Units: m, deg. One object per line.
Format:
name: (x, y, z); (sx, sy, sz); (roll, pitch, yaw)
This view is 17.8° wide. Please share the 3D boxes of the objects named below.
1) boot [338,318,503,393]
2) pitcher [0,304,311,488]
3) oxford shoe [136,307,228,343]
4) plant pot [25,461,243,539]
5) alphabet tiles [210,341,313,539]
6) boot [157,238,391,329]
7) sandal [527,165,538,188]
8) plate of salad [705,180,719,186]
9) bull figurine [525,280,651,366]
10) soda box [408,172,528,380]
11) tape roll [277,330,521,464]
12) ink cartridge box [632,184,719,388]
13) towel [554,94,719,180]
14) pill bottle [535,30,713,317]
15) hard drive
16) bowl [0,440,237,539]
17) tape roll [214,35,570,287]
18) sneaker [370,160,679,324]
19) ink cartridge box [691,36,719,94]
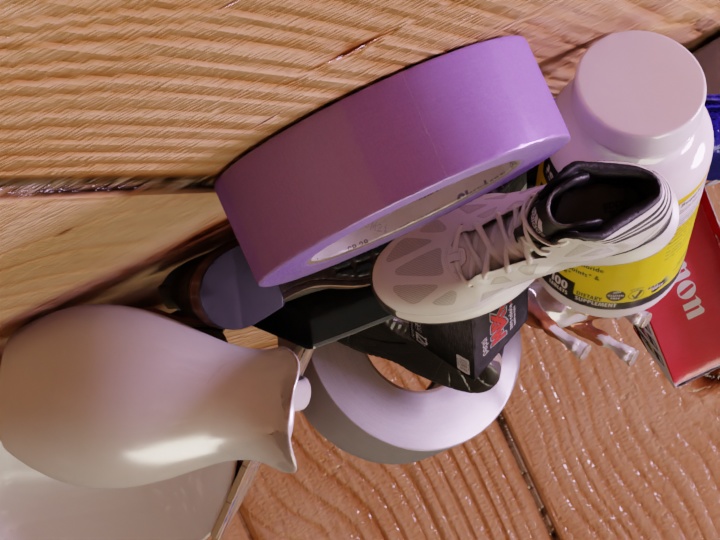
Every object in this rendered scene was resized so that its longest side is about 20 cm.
boot: (0.041, -0.004, 1.860); (0.073, 0.199, 0.151); (118, -4, -55)
pitcher: (-0.134, 0.085, 1.552); (0.198, 0.122, 0.172); (3, -179, 4)
oxford shoe: (-0.164, 0.071, 1.733); (0.070, 0.075, 0.199); (-26, 167, 38)
plant pot: (-0.194, 0.147, 1.875); (0.176, 0.200, 0.200); (-36, 178, -11)
alphabet tiles: (-0.067, 0.113, 1.744); (0.167, 0.007, 0.201); (-60, 175, -66)
boot: (-0.047, -0.015, 1.598); (0.199, 0.075, 0.097); (-20, -170, -29)
sandal: (0.052, -0.056, 1.662); (0.199, 0.045, 0.075); (-20, 171, 21)
plate of salad: (0.369, -0.101, 1.828); (0.199, 0.048, 0.200); (-25, 176, -2)
bull figurine: (0.166, 0.020, 1.831); (0.200, 0.121, 0.066); (0, 120, -62)
soda box: (0.073, -0.011, 1.586); (0.071, 0.063, 0.201); (-47, 156, -22)
tape roll: (0.033, 0.058, 1.919); (0.199, 0.202, 0.066); (-22, 176, -29)
ink cartridge box: (0.250, -0.017, 1.895); (0.083, 0.201, 0.176); (-25, -158, 0)
towel: (0.208, -0.098, 1.684); (0.198, 0.050, 0.148); (0, 174, -11)
pill bottle: (0.174, -0.065, 1.531); (0.112, 0.113, 0.201); (-24, 151, -16)
hard drive: (0.000, 0.000, 1.722); (0.199, 0.033, 0.139); (-20, -155, -34)
bowl: (-0.196, 0.136, 1.692); (0.198, 0.075, 0.201); (-6, 146, -16)
tape roll: (0.018, -0.061, 1.317); (0.199, 0.066, 0.200); (-24, 176, -2)
sneaker: (0.093, -0.029, 1.398); (0.199, 0.076, 0.115); (-17, 165, 7)
ink cartridge box: (0.356, -0.169, 1.811); (0.199, 0.084, 0.145); (-23, 176, -31)
